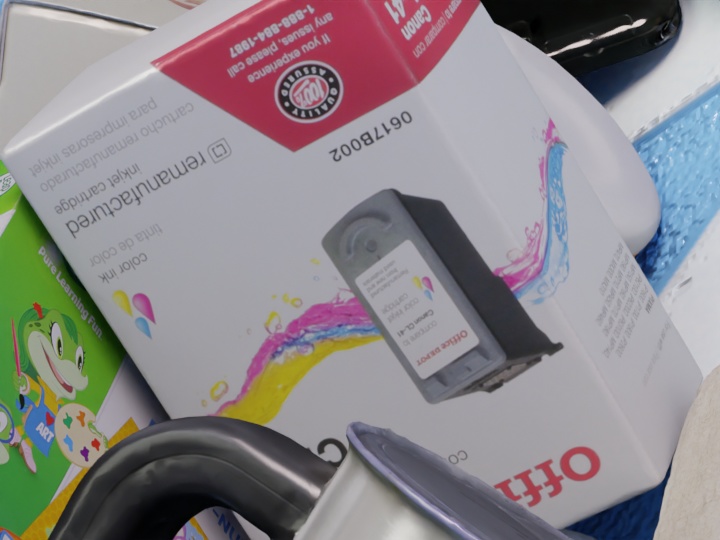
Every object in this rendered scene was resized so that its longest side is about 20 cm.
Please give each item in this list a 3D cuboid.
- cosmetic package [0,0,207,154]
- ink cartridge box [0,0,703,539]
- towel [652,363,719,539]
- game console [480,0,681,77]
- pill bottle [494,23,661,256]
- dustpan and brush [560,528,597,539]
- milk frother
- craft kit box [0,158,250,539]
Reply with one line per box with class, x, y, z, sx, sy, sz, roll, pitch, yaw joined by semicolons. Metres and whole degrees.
cosmetic package;-0.076;-0.075;1.185;0.200;0.087;0.104;-51;-28;-67
ink cartridge box;0.000;0.000;0.969;0.147;0.200;0.086;-27;12;25
towel;0.128;0.073;0.853;0.133;0.034;0.200;-46;16;45
game console;0.049;-0.093;1.222;0.176;0.117;0.200;-19;39;9
pill bottle;0.005;0.011;1.084;0.200;0.114;0.114;-47;29;23
dustpan and brush;-0.005;0.165;1.001;0.200;0.057;0.140;-37;30;54
milk frother;-0.032;0.137;0.776;0.188;0.180;0.200;-58;-2;4
craft kit box;-0.092;0.092;0.961;0.048;0.200;0.198;-21;28;26
